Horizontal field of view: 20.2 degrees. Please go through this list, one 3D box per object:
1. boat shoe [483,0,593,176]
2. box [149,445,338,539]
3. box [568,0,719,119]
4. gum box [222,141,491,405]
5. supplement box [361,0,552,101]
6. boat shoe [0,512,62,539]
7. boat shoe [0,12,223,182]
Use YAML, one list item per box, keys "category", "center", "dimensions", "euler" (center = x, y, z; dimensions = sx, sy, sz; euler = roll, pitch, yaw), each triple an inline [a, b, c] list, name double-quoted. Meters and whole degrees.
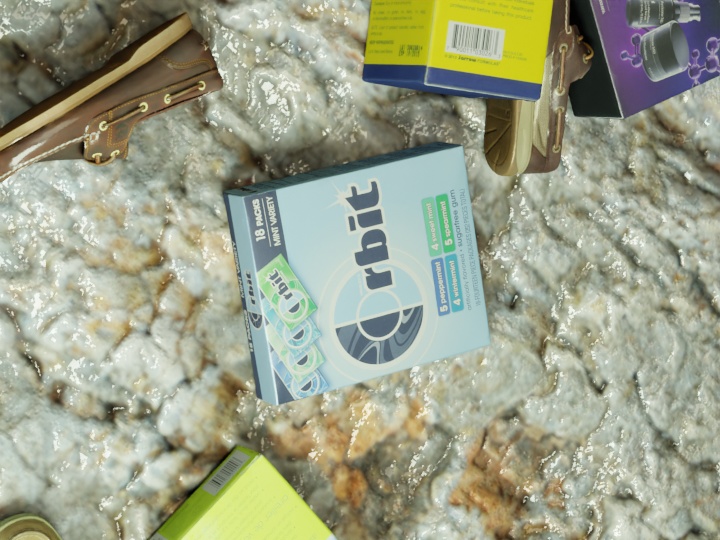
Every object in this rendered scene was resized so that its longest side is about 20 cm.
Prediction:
- category: "boat shoe"
  center: [0.153, -0.175, 1.655]
  dimensions: [0.072, 0.072, 0.201]
  euler: [0, 104, -24]
- category: "box"
  center: [-0.068, 0.251, 1.612]
  dimensions: [0.122, 0.048, 0.200]
  euler: [-46, 114, -14]
- category: "box"
  center: [0.227, -0.245, 1.689]
  dimensions: [0.141, 0.079, 0.201]
  euler: [-26, 107, -25]
- category: "gum box"
  center: [0.000, 0.000, 1.619]
  dimensions: [0.199, 0.045, 0.171]
  euler: [-14, 103, -24]
- category: "supplement box"
  center: [0.083, -0.240, 1.596]
  dimensions: [0.109, 0.109, 0.201]
  euler: [5, 94, -27]
- category: "boat shoe"
  center: [-0.230, 0.281, 1.524]
  dimensions: [0.073, 0.063, 0.202]
  euler: [-15, 103, -25]
- category: "boat shoe"
  center: [-0.189, -0.114, 1.492]
  dimensions: [0.200, 0.070, 0.070]
  euler: [-34, 106, -20]
